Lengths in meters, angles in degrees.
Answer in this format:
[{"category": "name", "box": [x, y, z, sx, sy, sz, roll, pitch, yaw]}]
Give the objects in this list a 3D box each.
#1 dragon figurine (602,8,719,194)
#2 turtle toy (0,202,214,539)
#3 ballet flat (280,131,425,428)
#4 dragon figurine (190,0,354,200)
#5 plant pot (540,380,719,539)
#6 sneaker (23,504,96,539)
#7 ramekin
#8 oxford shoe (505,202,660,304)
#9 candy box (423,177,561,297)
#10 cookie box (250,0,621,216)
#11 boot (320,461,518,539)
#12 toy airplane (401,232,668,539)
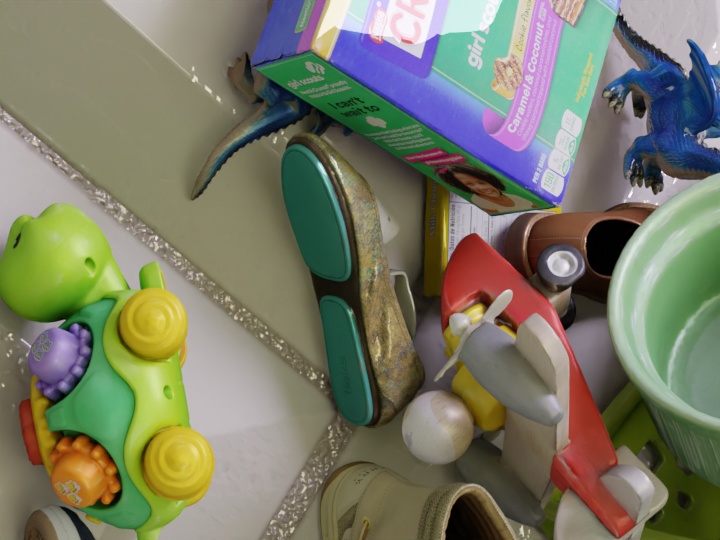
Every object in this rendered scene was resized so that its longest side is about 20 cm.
[{"category": "dragon figurine", "box": [0.224, -0.117, 1.206, 0.059, 0.099, 0.202, 16, 59, -51]}, {"category": "turtle toy", "box": [-0.144, 0.058, 0.995, 0.100, 0.146, 0.202, -11, 81, -8]}, {"category": "ballet flat", "box": [0.000, 0.000, 1.102, 0.070, 0.070, 0.202, -25, 115, -29]}, {"category": "dragon figurine", "box": [-0.025, -0.116, 1.104, 0.099, 0.059, 0.201, 33, 72, -25]}, {"category": "plant pot", "box": [0.269, 0.171, 1.196, 0.199, 0.199, 0.182, -46, 119, -24]}, {"category": "sneaker", "box": [-0.118, 0.211, 1.033, 0.108, 0.070, 0.202, -25, 106, -26]}, {"category": "ramekin", "box": [0.255, 0.041, 1.076, 0.200, 0.199, 0.098, -51, 143, -21]}, {"category": "oxford shoe", "box": [0.187, -0.011, 1.208, 0.199, 0.071, 0.072, -5, 92, -47]}, {"category": "candy box", "box": [0.091, -0.080, 1.191, 0.101, 0.026, 0.202, 4, 86, -30]}, {"category": "cookie box", "box": [0.052, -0.153, 1.079, 0.199, 0.075, 0.173, 28, 70, -28]}, {"category": "boot", "box": [0.046, 0.220, 1.081, 0.072, 0.155, 0.202, -10, 93, -30]}, {"category": "toy airplane", "box": [0.096, 0.094, 1.079, 0.140, 0.199, 0.202, -16, 109, -8]}]
